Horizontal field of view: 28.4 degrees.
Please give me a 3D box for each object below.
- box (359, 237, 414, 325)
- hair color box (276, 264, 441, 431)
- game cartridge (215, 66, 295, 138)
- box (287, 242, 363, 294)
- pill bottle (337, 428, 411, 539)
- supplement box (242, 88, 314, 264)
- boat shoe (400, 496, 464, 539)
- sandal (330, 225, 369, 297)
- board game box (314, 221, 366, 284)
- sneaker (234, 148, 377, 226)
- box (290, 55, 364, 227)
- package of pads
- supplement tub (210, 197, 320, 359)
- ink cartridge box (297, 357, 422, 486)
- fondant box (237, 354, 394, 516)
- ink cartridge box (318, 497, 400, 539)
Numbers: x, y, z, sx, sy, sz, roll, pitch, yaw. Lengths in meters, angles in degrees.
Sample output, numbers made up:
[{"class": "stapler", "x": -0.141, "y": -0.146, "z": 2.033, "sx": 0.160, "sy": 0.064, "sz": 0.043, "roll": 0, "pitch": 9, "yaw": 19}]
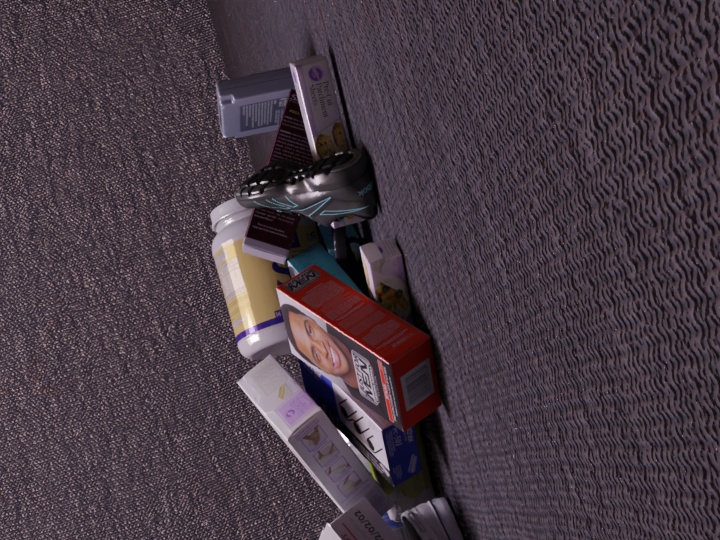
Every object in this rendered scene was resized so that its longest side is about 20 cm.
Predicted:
[{"class": "box", "x": 0.037, "y": 0.057, "z": 1.587, "sx": 0.041, "sy": 0.039, "sz": 0.200, "roll": -115, "pitch": 11, "yaw": -54}, {"class": "hair color box", "x": -0.003, "y": 0.082, "z": 1.559, "sx": 0.200, "sy": 0.061, "sz": 0.102, "roll": 31, "pitch": 144, "yaw": 43}, {"class": "game cartridge", "x": -0.122, "y": -0.222, "z": 1.879, "sx": 0.200, "sy": 0.133, "sz": 0.042, "roll": 119, "pitch": 135, "yaw": -80}, {"class": "box", "x": -0.013, "y": 0.061, "z": 1.732, "sx": 0.200, "sy": 0.049, "sz": 0.082, "roll": 49, "pitch": 162, "yaw": 36}, {"class": "pill bottle", "x": 0.026, "y": 0.308, "z": 1.975, "sx": 0.112, "sy": 0.112, "sz": 0.201, "roll": 108, "pitch": 146, "yaw": -79}, {"class": "supplement box", "x": -0.090, "y": -0.114, "z": 1.764, "sx": 0.109, "sy": 0.061, "sz": 0.201, "roll": 143, "pitch": 143, "yaw": -84}, {"class": "boat shoe", "x": 0.097, "y": 0.348, "z": 1.649, "sx": 0.200, "sy": 0.065, "sz": 0.074, "roll": -115, "pitch": 12, "yaw": -56}, {"class": "sandal", "x": 0.000, "y": 0.000, "z": 1.813, "sx": 0.076, "sy": 0.043, "sz": 0.200, "roll": -101, "pitch": -7, "yaw": -45}, {"class": "board game box", "x": -0.029, "y": -0.017, "z": 1.961, "sx": 0.200, "sy": 0.047, "sz": 0.151, "roll": -116, "pitch": 12, "yaw": -58}, {"class": "sneaker", "x": -0.064, "y": -0.083, "z": 1.637, "sx": 0.200, "sy": 0.075, "sz": 0.079, "roll": -4, "pitch": 125, "yaw": 43}, {"class": "box", "x": -0.039, "y": -0.150, "z": 1.675, "sx": 0.039, "sy": 0.041, "sz": 0.201, "roll": -128, "pitch": 24, "yaw": -70}, {"class": "package of pads", "x": 0.037, "y": 0.204, "z": 1.825, "sx": 0.155, "sy": 0.068, "sz": 0.201, "roll": -122, "pitch": 17, "yaw": -74}, {"class": "supplement tub", "x": -0.115, "y": 0.004, "z": 1.892, "sx": 0.145, "sy": 0.145, "sz": 0.201, "roll": 105, "pitch": 149, "yaw": -78}, {"class": "ink cartridge box", "x": -0.004, "y": 0.159, "z": 1.681, "sx": 0.200, "sy": 0.044, "sz": 0.094, "roll": 41, "pitch": 151, "yaw": 46}, {"class": "fondant box", "x": -0.054, "y": 0.212, "z": 1.738, "sx": 0.144, "sy": 0.058, "sz": 0.200, "roll": 41, "pitch": 169, "yaw": 51}, {"class": "ink cartridge box", "x": 0.009, "y": 0.340, "z": 1.647, "sx": 0.115, "sy": 0.068, "sz": 0.200, "roll": 48, "pitch": 158, "yaw": 14}]
